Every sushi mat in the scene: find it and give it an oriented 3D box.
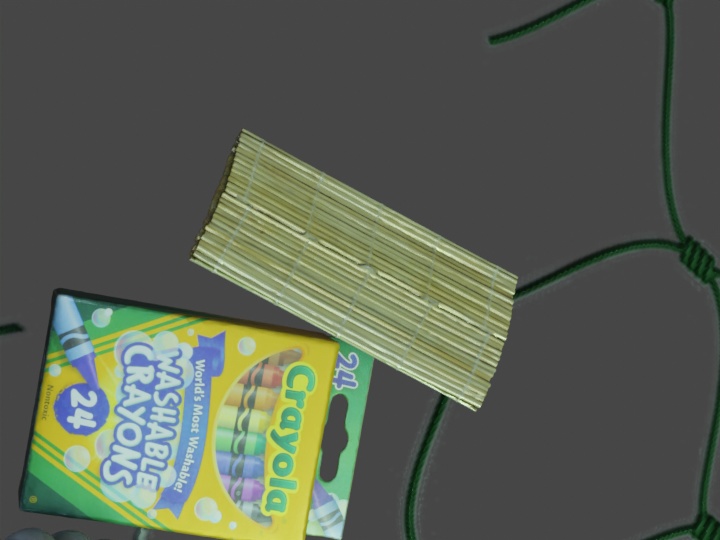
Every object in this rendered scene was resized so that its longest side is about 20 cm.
[{"bbox_3d":[0.000,0.000,1.034,0.199,0.012,0.096,28,58,-12],"label":"sushi mat"}]

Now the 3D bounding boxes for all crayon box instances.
[{"bbox_3d":[-0.091,0.089,1.022,0.199,0.052,0.127,10,92,-12],"label":"crayon box"}]

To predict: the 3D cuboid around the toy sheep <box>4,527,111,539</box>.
[{"bbox_3d":[-0.169,0.211,0.975,0.199,0.138,0.139,28,88,-30],"label":"toy sheep"}]
